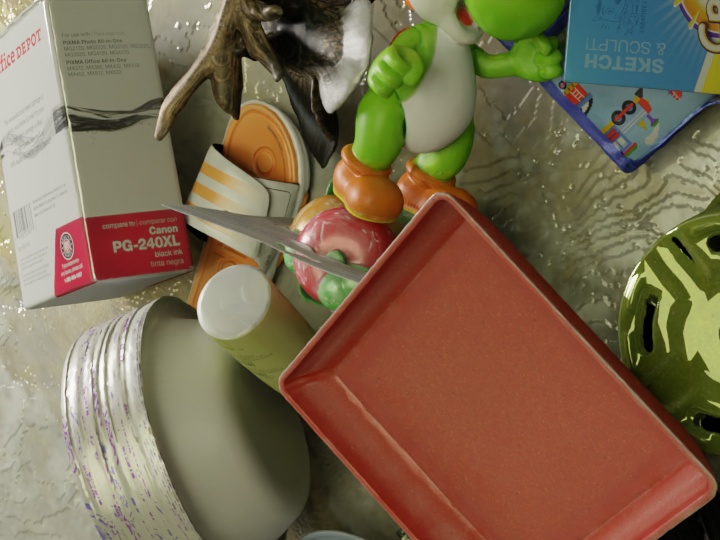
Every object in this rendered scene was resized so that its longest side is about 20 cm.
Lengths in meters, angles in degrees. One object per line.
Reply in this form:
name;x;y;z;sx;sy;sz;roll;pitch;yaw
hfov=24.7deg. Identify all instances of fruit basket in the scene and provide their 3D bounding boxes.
fruit basket;0.000;0.000;1.027;0.184;0.199;0.095;21;103;29

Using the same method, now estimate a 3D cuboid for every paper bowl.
paper bowl;-0.105;0.115;1.098;0.104;0.200;0.202;-23;79;14

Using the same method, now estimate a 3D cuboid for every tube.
tube;-0.040;0.063;1.068;0.052;0.200;0.058;-29;57;7

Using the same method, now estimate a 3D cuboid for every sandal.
sandal;-0.095;-0.017;1.168;0.079;0.059;0.208;21;103;29

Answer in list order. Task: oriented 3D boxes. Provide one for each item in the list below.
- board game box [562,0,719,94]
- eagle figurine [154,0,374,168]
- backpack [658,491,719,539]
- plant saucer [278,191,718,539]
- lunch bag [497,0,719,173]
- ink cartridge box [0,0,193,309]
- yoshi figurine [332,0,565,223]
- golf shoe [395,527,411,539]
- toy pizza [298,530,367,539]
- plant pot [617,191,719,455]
board game box;0.218;-0.175;0.919;0.198;0.040;0.155;5;106;9
eagle figurine;-0.036;-0.154;1.049;0.151;0.200;0.152;-24;80;26
backpack;0.149;0.169;0.970;0.126;0.166;0.202;-22;74;36
plant saucer;0.070;0.077;0.871;0.200;0.037;0.200;47;137;7
lunch bag;0.163;-0.170;0.996;0.151;0.094;0.200;-44;81;22
ink cartridge box;-0.200;-0.084;1.189;0.145;0.083;0.202;-16;82;59
yoshi figurine;0.060;-0.119;0.951;0.111;0.112;0.202;19;107;5
golf shoe;0.107;0.216;1.038;0.088;0.077;0.201;-34;92;-7
toy pizza;0.019;0.260;1.093;0.199;0.032;0.202;26;129;37
plant pot;0.230;0.027;0.889;0.199;0.189;0.202;1;91;32
